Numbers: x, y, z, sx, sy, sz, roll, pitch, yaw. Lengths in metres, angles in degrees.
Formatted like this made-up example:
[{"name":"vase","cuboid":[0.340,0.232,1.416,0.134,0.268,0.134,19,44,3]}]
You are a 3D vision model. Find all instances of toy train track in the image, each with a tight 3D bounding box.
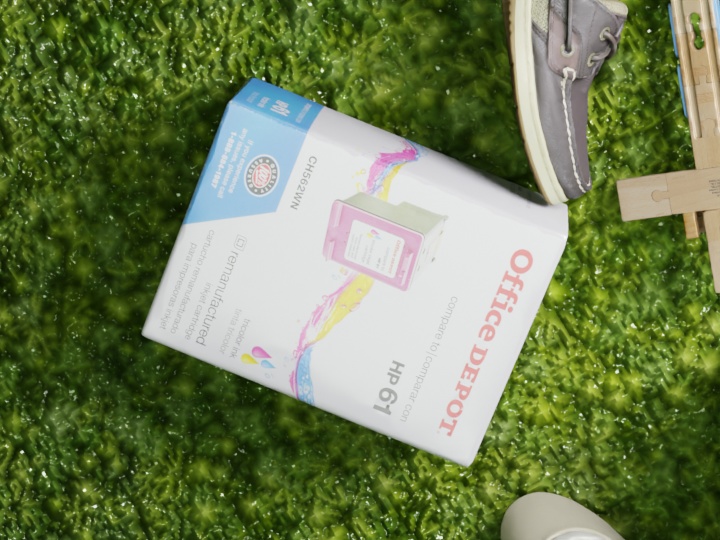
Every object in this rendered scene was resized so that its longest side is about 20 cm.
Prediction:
[{"name":"toy train track","cuboid":[0.194,-0.090,1.110,0.114,0.033,0.201,-7,96,24]}]

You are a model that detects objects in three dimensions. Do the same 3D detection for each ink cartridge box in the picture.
[{"name":"ink cartridge box","cuboid":[0.000,0.000,1.120,0.199,0.085,0.145,21,103,-2]}]

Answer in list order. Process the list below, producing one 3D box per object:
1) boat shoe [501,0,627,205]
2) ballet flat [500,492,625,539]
[{"name":"boat shoe","cuboid":[0.111,-0.135,1.085,0.065,0.073,0.201,-6,102,11]},{"name":"ballet flat","cuboid":[0.147,0.197,1.121,0.069,0.069,0.200,-43,67,12]}]
